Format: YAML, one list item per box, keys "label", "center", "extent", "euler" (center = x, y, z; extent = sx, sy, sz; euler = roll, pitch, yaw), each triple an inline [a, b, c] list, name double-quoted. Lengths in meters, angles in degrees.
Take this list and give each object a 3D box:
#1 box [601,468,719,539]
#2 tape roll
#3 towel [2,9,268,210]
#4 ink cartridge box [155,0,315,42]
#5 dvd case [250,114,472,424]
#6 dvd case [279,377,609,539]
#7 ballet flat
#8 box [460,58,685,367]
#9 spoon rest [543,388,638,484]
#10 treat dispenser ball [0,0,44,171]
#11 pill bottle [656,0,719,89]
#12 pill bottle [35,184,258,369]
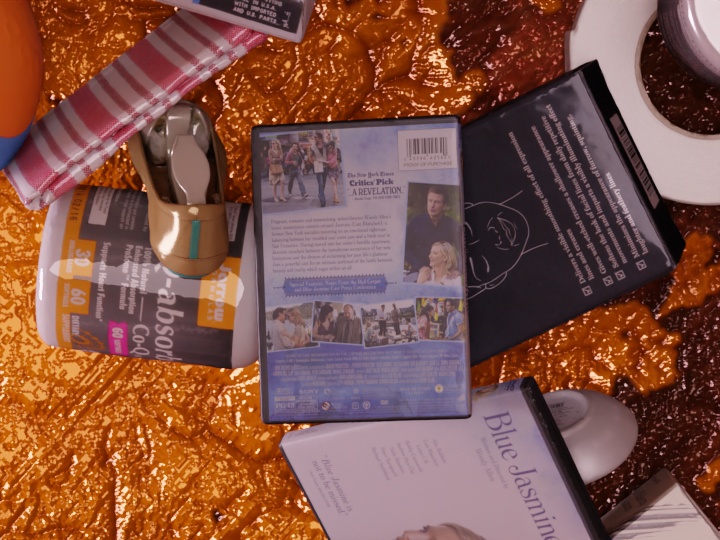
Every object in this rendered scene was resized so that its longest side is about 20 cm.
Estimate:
- label: "box"
  center: [0.164, 0.231, 1.536]
  extent: [0.200, 0.082, 0.068]
  euler: [-39, 92, 1]
- label: "tape roll"
  center: [0.245, -0.147, 1.533]
  extent: [0.201, 0.037, 0.204]
  euler: [0, 94, 0]
- label: "towel"
  center: [-0.157, -0.115, 1.477]
  extent: [0.200, 0.146, 0.030]
  euler: [-38, 110, -2]
- label: "ink cartridge box"
  center: [-0.111, -0.251, 1.462]
  extent: [0.197, 0.201, 0.044]
  euler: [16, 132, -1]
- label: "dvd case"
  center: [0.000, 0.000, 1.434]
  extent: [0.142, 0.018, 0.201]
  euler: [-2, 89, 11]
- label: "dvd case"
  center: [0.058, 0.155, 1.494]
  extent: [0.199, 0.018, 0.143]
  euler: [-15, 113, 28]
- label: "ballet flat"
  center: [-0.119, -0.076, 1.469]
  extent: [0.068, 0.200, 0.063]
  euler: [-3, 129, -14]
- label: "box"
  center: [0.102, -0.033, 1.489]
  extent: [0.199, 0.107, 0.149]
  euler: [-25, 93, 14]
- label: "spoon rest"
  center: [0.099, 0.129, 1.535]
  extent: [0.199, 0.100, 0.061]
  euler: [-8, 122, 14]
- label: "treat dispenser ball"
  center: [-0.314, -0.139, 1.459]
  extent: [0.199, 0.201, 0.202]
  euler: [0, 94, 1]
- label: "pill bottle"
  center: [0.254, -0.174, 1.413]
  extent: [0.112, 0.200, 0.114]
  euler: [0, 93, 1]
- label: "pill bottle"
  center: [-0.120, 0.006, 1.508]
  extent: [0.199, 0.116, 0.117]
  euler: [6, 94, 1]
